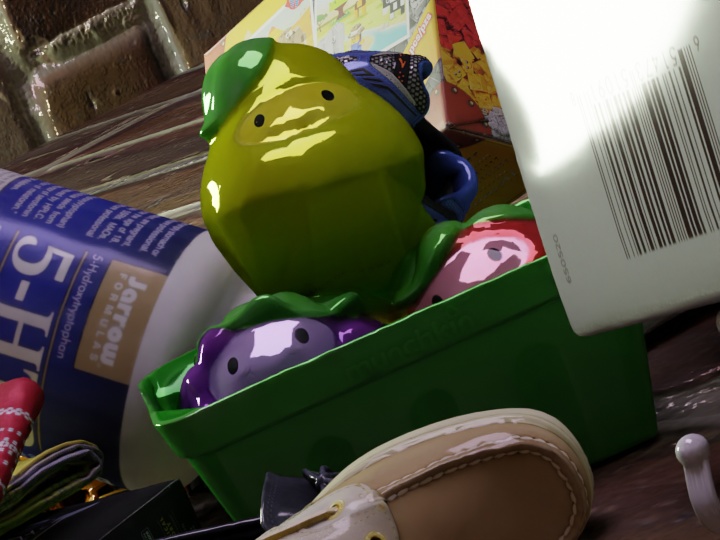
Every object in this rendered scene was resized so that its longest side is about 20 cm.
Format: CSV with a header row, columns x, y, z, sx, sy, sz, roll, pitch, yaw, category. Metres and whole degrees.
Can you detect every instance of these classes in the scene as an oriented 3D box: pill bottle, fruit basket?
x,y,z,sx,sy,sz,roll,pitch,yaw,category
-0.109,0.032,1.287,0.200,0.120,0.120,16,20,12,pill bottle
0.000,0.000,1.168,0.215,0.216,0.156,-24,9,-5,fruit basket

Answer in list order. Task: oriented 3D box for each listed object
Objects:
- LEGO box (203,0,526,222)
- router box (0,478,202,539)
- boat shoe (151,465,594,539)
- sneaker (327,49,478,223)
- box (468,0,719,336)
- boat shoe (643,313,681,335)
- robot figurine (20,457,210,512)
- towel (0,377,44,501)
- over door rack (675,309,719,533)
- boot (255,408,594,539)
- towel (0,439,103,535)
x,y,z,sx,sy,sz,roll,pitch,yaw,category
0.009,-0.084,1.457,0.077,0.149,0.200,12,-32,-32,LEGO box
-0.176,0.155,1.174,0.200,0.052,0.157,-16,12,36,router box
-0.013,0.101,1.060,0.200,0.062,0.075,-21,8,8,boat shoe
0.018,-0.018,1.310,0.078,0.200,0.075,-11,43,12,sneaker
0.139,-0.099,0.986,0.130,0.200,0.199,-16,-3,-25,box
0.092,0.013,1.313,0.200,0.070,0.071,-22,-1,-24,boat shoe
-0.094,0.076,1.403,0.200,0.058,0.145,-31,10,-40,robot figurine
-0.203,0.119,1.121,0.144,0.023,0.200,-17,30,21,towel
0.204,0.015,0.995,0.148,0.067,0.200,-16,12,34,over door rack
-0.010,0.119,0.916,0.200,0.072,0.155,-28,8,2,boot
-0.211,0.114,1.252,0.144,0.023,0.200,-31,12,-38,towel
